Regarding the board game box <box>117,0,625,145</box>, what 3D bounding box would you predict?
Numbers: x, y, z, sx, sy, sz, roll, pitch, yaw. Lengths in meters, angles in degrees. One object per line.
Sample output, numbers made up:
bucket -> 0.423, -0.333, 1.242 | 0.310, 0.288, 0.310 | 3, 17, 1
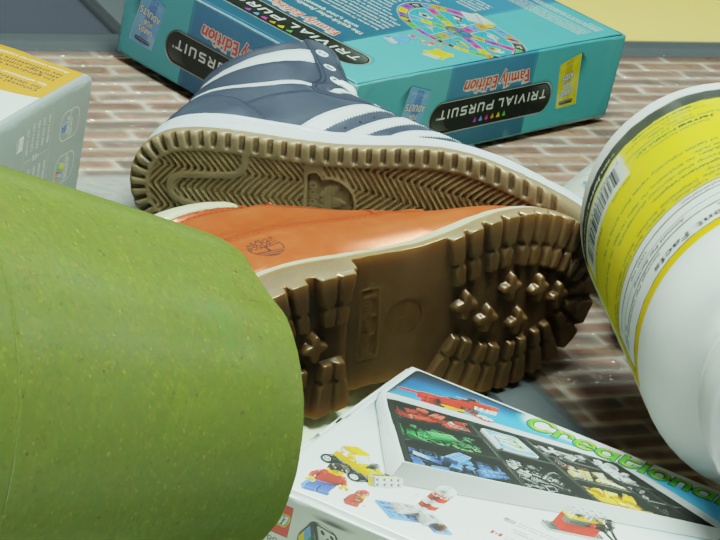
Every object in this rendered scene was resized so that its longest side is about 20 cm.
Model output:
board game box -> 0.007, -0.110, 1.445 | 0.151, 0.047, 0.199 | 30, 29, 35

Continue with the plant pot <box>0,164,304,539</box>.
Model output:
plant pot -> -0.122, 0.040, 0.904 | 0.189, 0.201, 0.200 | 4, 22, -47

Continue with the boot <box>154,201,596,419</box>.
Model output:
boot -> 0.000, 0.000, 1.172 | 0.199, 0.075, 0.107 | -7, 25, -36

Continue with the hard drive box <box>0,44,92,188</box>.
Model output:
hard drive box -> -0.216, -0.037, 1.134 | 0.155, 0.077, 0.200 | 18, 25, 14

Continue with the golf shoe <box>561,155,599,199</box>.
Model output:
golf shoe -> 0.155, 0.011, 1.248 | 0.097, 0.079, 0.200 | -28, 39, -28

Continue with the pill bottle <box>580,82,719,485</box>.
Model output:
pill bottle -> 0.149, 0.013, 1.094 | 0.112, 0.113, 0.200 | 8, 22, -9

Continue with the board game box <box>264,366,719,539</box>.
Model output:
board game box -> 0.075, 0.100, 1.025 | 0.199, 0.035, 0.126 | 22, 24, 19

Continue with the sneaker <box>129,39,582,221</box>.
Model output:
sneaker -> 0.011, -0.043, 1.271 | 0.199, 0.070, 0.109 | 12, 25, 6
